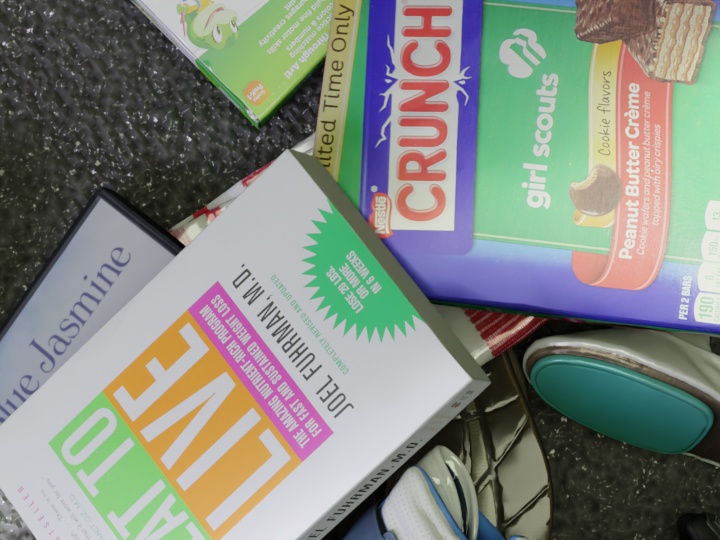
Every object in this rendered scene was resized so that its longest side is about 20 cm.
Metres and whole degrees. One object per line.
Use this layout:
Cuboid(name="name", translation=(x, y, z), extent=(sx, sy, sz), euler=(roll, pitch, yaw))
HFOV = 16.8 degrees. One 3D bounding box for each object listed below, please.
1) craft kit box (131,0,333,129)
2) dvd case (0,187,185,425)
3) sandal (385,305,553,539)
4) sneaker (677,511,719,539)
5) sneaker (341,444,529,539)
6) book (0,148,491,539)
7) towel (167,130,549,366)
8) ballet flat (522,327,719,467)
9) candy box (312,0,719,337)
Cuboid(name="craft kit box", translation=(-0.048, -0.208, 1.179), extent=(0.200, 0.049, 0.198), euler=(-45, 87, -3))
Cuboid(name="dvd case", translation=(-0.093, 0.069, 1.123), extent=(0.200, 0.018, 0.143), euler=(36, 92, 30))
Cuboid(name="sandal", translation=(0.043, 0.072, 1.169), extent=(0.081, 0.055, 0.201), euler=(-16, 73, 4))
Cuboid(name="sneaker", translation=(0.120, 0.191, 1.154), extent=(0.200, 0.071, 0.098), euler=(-40, 90, -5))
Cuboid(name="sneaker", translation=(-0.004, 0.140, 1.111), extent=(0.200, 0.080, 0.147), euler=(25, 92, 38))
Cuboid(name="book", translation=(-0.056, 0.065, 1.064), extent=(0.200, 0.048, 0.134), euler=(-44, 68, 13))
Cuboid(name="towel", translation=(0.000, 0.000, 1.156), extent=(0.200, 0.023, 0.144), euler=(-34, 72, 0))
Cuboid(name="ballet flat", translation=(0.173, 0.061, 1.172), extent=(0.199, 0.069, 0.070), euler=(21, 87, -5))
Cuboid(name="candy box", translation=(0.082, -0.063, 1.102), extent=(0.199, 0.077, 0.170), euler=(6, 86, 11))
